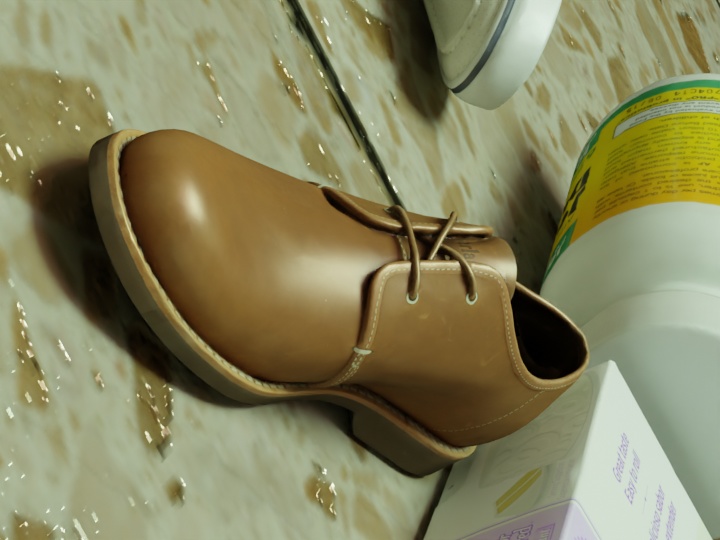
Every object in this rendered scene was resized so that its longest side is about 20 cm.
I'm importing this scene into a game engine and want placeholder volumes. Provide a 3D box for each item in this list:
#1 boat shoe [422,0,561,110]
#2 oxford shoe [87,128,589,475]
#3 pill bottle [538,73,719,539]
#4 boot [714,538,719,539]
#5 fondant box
[{"bbox_3d":[0.035,-0.145,0.830,0.069,0.071,0.201,22,45,-20],"label":"boat shoe"},{"bbox_3d":[0.000,0.000,0.588,0.200,0.071,0.072,27,45,-55],"label":"oxford shoe"},{"bbox_3d":[0.122,0.012,0.790,0.113,0.112,0.200,58,24,-17],"label":"pill bottle"},{"bbox_3d":[0.173,0.101,0.864,0.074,0.075,0.200,65,24,-12],"label":"boot"},{"bbox_3d":[0.090,0.149,0.652,0.201,0.058,0.144,59,24,-14],"label":"fondant box"}]
